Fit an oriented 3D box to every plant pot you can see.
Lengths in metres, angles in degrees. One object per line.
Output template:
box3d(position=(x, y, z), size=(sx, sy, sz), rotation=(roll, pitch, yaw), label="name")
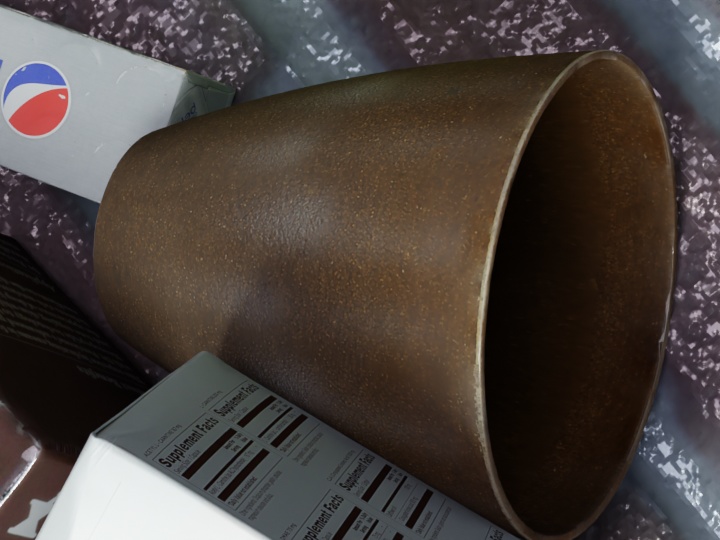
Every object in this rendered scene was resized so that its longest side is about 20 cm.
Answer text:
box3d(position=(0.000, 0.000, 0.865), size=(0.199, 0.187, 0.188), rotation=(7, 89, 28), label="plant pot")

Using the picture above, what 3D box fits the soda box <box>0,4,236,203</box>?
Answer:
box3d(position=(-0.162, -0.084, 0.969), size=(0.199, 0.063, 0.069), rotation=(20, 93, 18), label="soda box")

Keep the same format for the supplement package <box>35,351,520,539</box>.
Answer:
box3d(position=(-0.030, 0.168, 0.738), size=(0.199, 0.147, 0.192), rotation=(30, 102, 5), label="supplement package")

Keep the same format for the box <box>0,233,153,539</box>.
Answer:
box3d(position=(-0.184, 0.085, 0.890), size=(0.200, 0.166, 0.164), rotation=(43, 98, 31), label="box")
